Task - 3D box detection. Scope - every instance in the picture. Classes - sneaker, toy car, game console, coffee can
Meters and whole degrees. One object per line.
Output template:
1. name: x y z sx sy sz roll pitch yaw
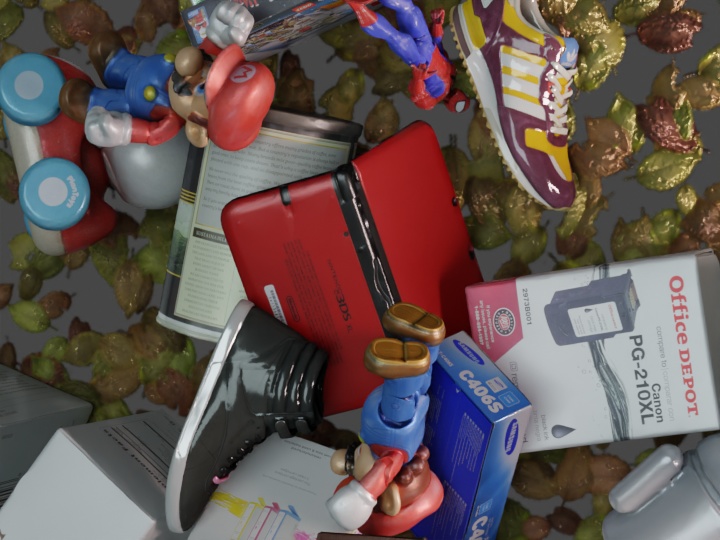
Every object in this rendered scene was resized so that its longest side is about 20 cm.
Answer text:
1. sneaker: 0.149 -0.150 1.690 0.090 0.075 0.201 -26 84 21
2. toy car: -0.213 -0.116 1.799 0.199 0.184 0.178 -12 86 -9
3. game console: 0.000 0.000 1.690 0.171 0.119 0.201 -15 106 16
4. coffee can: -0.088 -0.041 1.739 0.146 0.146 0.201 13 95 19
5. sneaker: -0.089 0.133 1.638 0.099 0.071 0.201 22 96 7

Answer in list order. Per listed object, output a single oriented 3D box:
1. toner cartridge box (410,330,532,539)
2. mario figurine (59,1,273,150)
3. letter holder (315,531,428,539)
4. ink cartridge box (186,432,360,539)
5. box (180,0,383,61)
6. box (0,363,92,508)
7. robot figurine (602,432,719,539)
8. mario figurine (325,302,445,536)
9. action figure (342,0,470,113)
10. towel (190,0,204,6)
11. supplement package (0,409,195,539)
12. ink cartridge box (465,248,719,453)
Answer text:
1. toner cartridge box: 0.080 0.155 1.666 0.095 0.043 0.201 47 144 32
2. mario figurine: -0.157 -0.159 1.631 0.199 0.106 0.124 8 96 37
3. letter holder: 0.041 0.309 1.613 0.100 0.200 0.143 -1 65 32
4. ink cartridge box: -0.073 0.256 1.700 0.125 0.129 0.201 17 59 18
5. box: -0.036 -0.236 1.723 0.199 0.136 0.038 -22 83 19
6. box: -0.365 0.195 1.818 0.130 0.200 0.200 23 99 16
7. robot figurine: 0.275 0.208 1.629 0.200 0.113 0.170 -40 118 16
8. mario figurine: 0.009 0.126 1.598 0.106 0.123 0.201 39 135 40
9. action figure: 0.046 -0.187 1.671 0.051 0.200 0.066 4 65 27
10. towel: -0.090 -0.322 1.797 0.200 0.031 0.150 -33 81 18
11. supplement package: -0.209 0.211 1.760 0.120 0.200 0.121 41 104 15
12. ink cartridge box: 0.201 0.068 1.668 0.199 0.084 0.146 -9 89 21
